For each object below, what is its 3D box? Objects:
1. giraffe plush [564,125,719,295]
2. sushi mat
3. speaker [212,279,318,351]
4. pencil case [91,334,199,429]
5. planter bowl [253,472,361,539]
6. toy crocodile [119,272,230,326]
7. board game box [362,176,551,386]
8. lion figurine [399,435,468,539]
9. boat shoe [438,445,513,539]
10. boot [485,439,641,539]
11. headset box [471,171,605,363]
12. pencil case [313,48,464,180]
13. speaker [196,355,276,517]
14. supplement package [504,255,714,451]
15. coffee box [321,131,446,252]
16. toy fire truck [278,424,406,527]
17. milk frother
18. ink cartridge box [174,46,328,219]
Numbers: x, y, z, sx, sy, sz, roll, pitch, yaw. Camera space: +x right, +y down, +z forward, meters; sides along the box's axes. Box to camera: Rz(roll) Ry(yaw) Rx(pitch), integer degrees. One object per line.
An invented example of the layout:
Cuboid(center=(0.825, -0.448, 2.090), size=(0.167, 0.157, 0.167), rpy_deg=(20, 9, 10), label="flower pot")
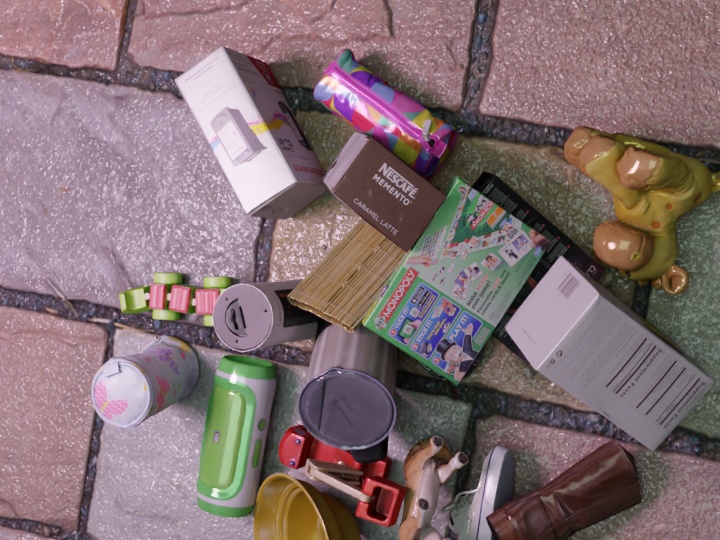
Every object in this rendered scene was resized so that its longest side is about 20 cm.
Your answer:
Cuboid(center=(0.328, -0.064, 1.291), size=(0.198, 0.173, 0.164), rpy_deg=(10, 106, -17), label="giraffe plush")
Cuboid(center=(0.000, 0.000, 1.368), size=(0.095, 0.200, 0.012), rpy_deg=(26, 134, 17), label="sushi mat")
Cuboid(center=(-0.110, 0.054, 1.381), size=(0.080, 0.200, 0.082), rpy_deg=(0, 90, 18), label="speaker")
Cuboid(center=(-0.277, 0.142, 1.437), size=(0.082, 0.200, 0.092), rpy_deg=(-3, 96, 10), label="pencil case")
Cuboid(center=(-0.055, 0.351, 1.406), size=(0.200, 0.083, 0.203), rpy_deg=(16, 110, 54), label="planter bowl")
Cuboid(center=(-0.231, 0.039, 1.492), size=(0.198, 0.062, 0.068), rpy_deg=(4, 91, 17), label="toy crocodile")
Cuboid(center=(0.110, 0.013, 1.265), size=(0.134, 0.029, 0.201), rpy_deg=(33, 94, -8), label="board game box")
Cuboid(center=(0.076, 0.279, 1.324), size=(0.072, 0.201, 0.123), rpy_deg=(28, 142, -6), label="lion figurine")
Cuboid(center=(0.136, 0.312, 1.380), size=(0.085, 0.074, 0.204), rpy_deg=(13, 101, 25), label="boat shoe")
Cuboid(center=(0.271, 0.318, 1.338), size=(0.199, 0.064, 0.188), rpy_deg=(-29, 118, -7), label="boot")
Cuboid(center=(0.183, 0.002, 1.323), size=(0.199, 0.075, 0.149), rpy_deg=(38, 94, -9), label="headset box")
Cuboid(center=(0.034, -0.198, 1.399), size=(0.199, 0.088, 0.089), rpy_deg=(36, 100, 15), label="pencil case")
Cuboid(center=(-0.165, 0.219, 1.460), size=(0.087, 0.088, 0.203), rpy_deg=(10, 93, 17), label="speaker")
Cuboid(center=(0.284, 0.095, 1.259), size=(0.199, 0.114, 0.110), rpy_deg=(34, 102, -24), label="supplement package")
Cuboid(center=(0.024, -0.098, 1.312), size=(0.114, 0.200, 0.080), rpy_deg=(37, 94, -10), label="coffee box")
Cuboid(center=(-0.026, 0.253, 1.382), size=(0.198, 0.141, 0.049), rpy_deg=(18, 95, 20), label="toy fire truck")
Cuboid(center=(0.043, 0.119, 1.340), size=(0.199, 0.189, 0.181), rpy_deg=(-26, 116, 20), label="milk frother")
Cuboid(center=(-0.134, -0.175, 1.417), size=(0.085, 0.147, 0.201), rpy_deg=(-32, 82, 16), label="ink cartridge box")
